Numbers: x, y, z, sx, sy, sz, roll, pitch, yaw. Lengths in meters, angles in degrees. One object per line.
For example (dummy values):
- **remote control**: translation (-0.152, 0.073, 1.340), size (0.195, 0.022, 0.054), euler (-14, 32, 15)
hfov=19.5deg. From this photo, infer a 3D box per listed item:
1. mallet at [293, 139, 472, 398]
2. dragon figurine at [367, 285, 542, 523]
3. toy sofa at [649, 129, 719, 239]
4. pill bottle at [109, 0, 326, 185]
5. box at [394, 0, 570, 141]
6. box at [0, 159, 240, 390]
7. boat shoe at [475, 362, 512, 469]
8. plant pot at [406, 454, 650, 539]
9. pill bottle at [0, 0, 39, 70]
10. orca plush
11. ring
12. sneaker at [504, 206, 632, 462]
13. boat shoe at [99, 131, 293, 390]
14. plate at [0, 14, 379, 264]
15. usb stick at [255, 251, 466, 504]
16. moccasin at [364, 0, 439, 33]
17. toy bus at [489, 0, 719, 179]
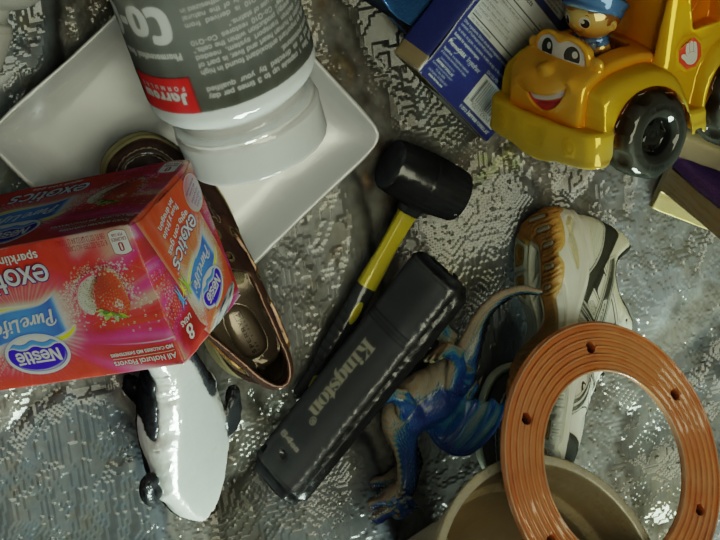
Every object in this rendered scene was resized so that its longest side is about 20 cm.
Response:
- **mallet**: translation (0.000, 0.000, 1.478), size (0.066, 0.041, 0.201), euler (32, 97, -27)
- **dragon figurine**: translation (0.065, 0.093, 1.514), size (0.200, 0.059, 0.100), euler (-42, 118, 1)
- **toy sofa**: translation (0.293, -0.045, 1.482), size (0.082, 0.200, 0.098), euler (17, 106, -23)
- **pill bottle**: translation (-0.094, -0.161, 1.306), size (0.113, 0.114, 0.201), euler (-25, 122, -12)
- **box**: translation (0.117, -0.196, 1.433), size (0.200, 0.032, 0.121), euler (-50, 147, 1)
- **box**: translation (-0.190, 0.007, 1.317), size (0.199, 0.096, 0.100), euler (-9, 115, 26)
- **boat shoe**: translation (0.133, 0.168, 1.563), size (0.071, 0.061, 0.203), euler (-16, 111, -15)
- **plant pot**: translation (0.085, 0.250, 1.481), size (0.199, 0.183, 0.202), euler (12, 66, -29)
- **pill bottle**: translation (-0.231, -0.229, 1.277), size (0.112, 0.112, 0.201), euler (15, 100, -24)
- **orca plush**: translation (-0.144, 0.096, 1.420), size (0.106, 0.071, 0.200), euler (-57, 153, -17)
- **ring**: translation (0.172, 0.135, 1.446), size (0.199, 0.019, 0.202), euler (10, 72, -34)
- **sneaker**: translation (0.159, 0.057, 1.509), size (0.087, 0.075, 0.202), euler (9, 83, -30)
- **boat shoe**: translation (-0.101, -0.002, 1.382), size (0.072, 0.072, 0.201), euler (-32, 116, -9)
- **plate**: translation (-0.117, -0.092, 1.406), size (0.200, 0.032, 0.200), euler (-45, 116, -3)
- **usb stick**: translation (0.000, 0.075, 1.467), size (0.200, 0.055, 0.033), euler (-52, 150, 9)
- **moccasin**: translation (0.002, -0.224, 1.381), size (0.200, 0.068, 0.081), euler (32, 90, -44)
- **toy bus**: translation (0.192, -0.176, 1.409), size (0.199, 0.135, 0.193), euler (-20, 122, -31)
